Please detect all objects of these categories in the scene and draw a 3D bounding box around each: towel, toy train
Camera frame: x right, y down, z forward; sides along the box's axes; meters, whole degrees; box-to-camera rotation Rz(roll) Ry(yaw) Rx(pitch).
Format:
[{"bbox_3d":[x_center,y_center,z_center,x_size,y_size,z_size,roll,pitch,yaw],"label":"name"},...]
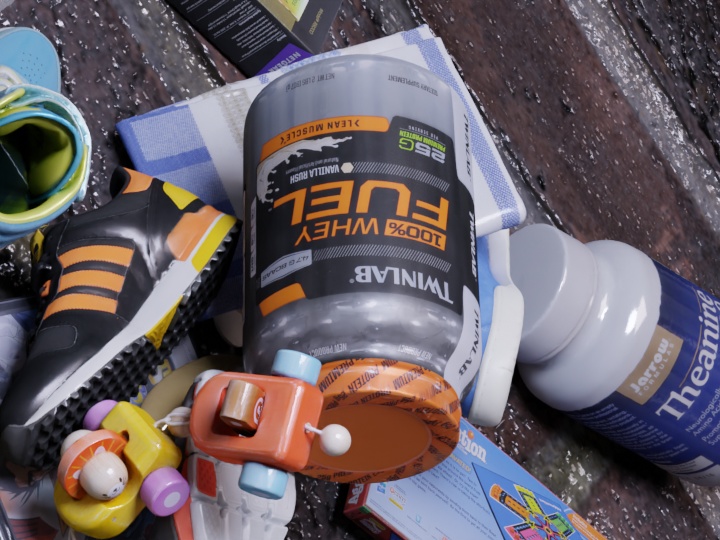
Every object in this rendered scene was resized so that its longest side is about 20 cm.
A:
[{"bbox_3d":[-0.022,-0.055,1.532,0.200,0.024,0.147,-18,59,-14],"label":"towel"},{"bbox_3d":[-0.096,0.122,1.290,0.056,0.150,0.200,33,72,-51],"label":"toy train"}]

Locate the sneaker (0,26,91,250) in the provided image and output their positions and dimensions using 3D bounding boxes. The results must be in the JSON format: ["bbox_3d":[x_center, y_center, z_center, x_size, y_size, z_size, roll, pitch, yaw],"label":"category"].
[{"bbox_3d":[-0.172,-0.072,1.402,0.080,0.131,0.200,40,43,-22],"label":"sneaker"}]

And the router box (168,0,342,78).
[{"bbox_3d":[-0.068,-0.231,1.668,0.157,0.052,0.200,42,43,-21],"label":"router box"}]

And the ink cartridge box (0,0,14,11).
[{"bbox_3d":[-0.257,-0.134,1.294,0.148,0.200,0.076,-5,72,-48],"label":"ink cartridge box"}]

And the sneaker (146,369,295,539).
[{"bbox_3d":[-0.086,0.142,1.362,0.077,0.082,0.200,33,45,-38],"label":"sneaker"}]

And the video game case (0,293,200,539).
[{"bbox_3d":[-0.133,0.105,1.420,0.181,0.025,0.200,-12,77,-49],"label":"video game case"}]

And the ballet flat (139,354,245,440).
[{"bbox_3d":[-0.039,0.069,1.474,0.200,0.063,0.069,-10,80,-54],"label":"ballet flat"}]

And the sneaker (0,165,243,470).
[{"bbox_3d":[-0.144,0.021,1.404,0.090,0.070,0.200,32,47,10],"label":"sneaker"}]

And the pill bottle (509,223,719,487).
[{"bbox_3d":[0.168,0.049,1.705,0.200,0.111,0.111,29,49,-32],"label":"pill bottle"}]

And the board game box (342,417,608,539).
[{"bbox_3d":[0.072,0.151,1.605,0.200,0.019,0.103,41,46,-29],"label":"board game box"}]

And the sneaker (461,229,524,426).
[{"bbox_3d":[0.030,0.009,1.550,0.111,0.077,0.200,8,41,-7],"label":"sneaker"}]

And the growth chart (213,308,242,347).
[{"bbox_3d":[-0.027,0.006,1.598,0.145,0.018,0.200,31,48,-30],"label":"growth chart"}]

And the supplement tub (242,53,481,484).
[{"bbox_3d":[0.000,0.000,1.411,0.122,0.122,0.200,25,49,-35],"label":"supplement tub"}]
